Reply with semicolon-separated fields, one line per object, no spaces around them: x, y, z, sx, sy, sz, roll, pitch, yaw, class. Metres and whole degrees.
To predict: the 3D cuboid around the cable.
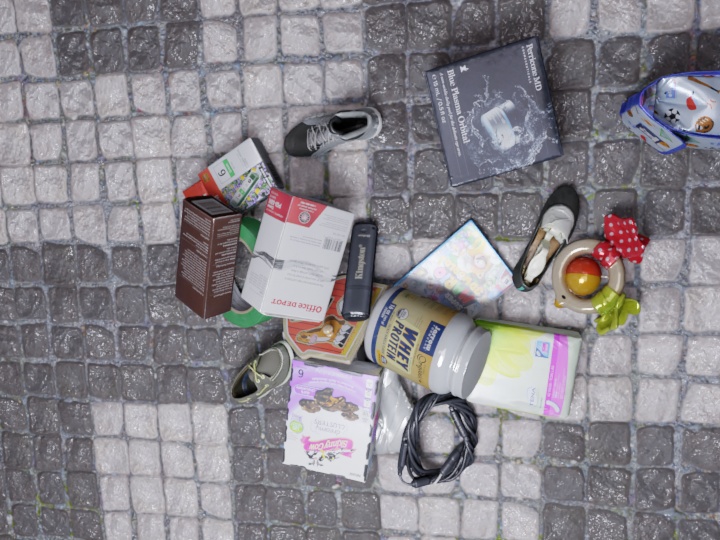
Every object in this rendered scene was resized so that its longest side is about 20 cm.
0.153;0.317;1.303;0.158;0.051;0.206;5;103;-17;cable

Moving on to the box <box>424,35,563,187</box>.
0.228;-0.267;1.182;0.194;0.117;0.203;-14;96;13;box

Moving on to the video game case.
0.175;0.025;1.292;0.199;0.018;0.144;-40;90;16;video game case

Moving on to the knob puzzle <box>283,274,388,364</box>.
-0.067;0.077;1.279;0.213;0.223;0.031;-13;133;15;knob puzzle

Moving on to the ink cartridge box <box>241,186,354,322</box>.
-0.110;-0.026;1.206;0.082;0.144;0.206;25;100;47;ink cartridge box

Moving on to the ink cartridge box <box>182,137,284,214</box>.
-0.257;-0.158;1.341;0.197;0.050;0.111;-30;92;15;ink cartridge box

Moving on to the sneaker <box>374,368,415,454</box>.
0.074;0.257;1.333;0.096;0.078;0.207;1;107;4;sneaker

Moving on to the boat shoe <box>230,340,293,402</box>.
-0.192;0.202;1.336;0.202;0.059;0.073;-46;65;45;boat shoe

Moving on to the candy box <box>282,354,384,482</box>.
-0.050;0.266;1.268;0.162;0.072;0.207;9;101;10;candy box

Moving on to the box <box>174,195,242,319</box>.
-0.285;-0.025;1.287;0.099;0.074;0.205;29;118;34;box

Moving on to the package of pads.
0.295;0.180;1.266;0.194;0.068;0.160;9;100;12;package of pads

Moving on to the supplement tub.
0.119;0.128;1.220;0.196;0.143;0.149;22;104;26;supplement tub

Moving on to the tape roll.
-0.222;0.003;1.315;0.197;0.047;0.207;12;108;41;tape roll

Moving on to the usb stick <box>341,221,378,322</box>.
0.000;0.000;1.260;0.054;0.033;0.205;-4;58;17;usb stick

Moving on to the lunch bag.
0.523;-0.250;1.092;0.193;0.170;0.128;7;96;10;lunch bag

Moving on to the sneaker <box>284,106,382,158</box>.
-0.062;-0.256;1.248;0.194;0.115;0.077;-15;96;14;sneaker

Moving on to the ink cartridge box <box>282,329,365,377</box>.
-0.061;0.196;1.339;0.140;0.085;0.207;-8;99;13;ink cartridge box

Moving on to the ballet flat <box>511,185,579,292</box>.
0.333;-0.051;1.210;0.066;0.068;0.205;24;99;3;ballet flat

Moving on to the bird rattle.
0.412;0.005;1.199;0.159;0.112;0.207;3;97;29;bird rattle
